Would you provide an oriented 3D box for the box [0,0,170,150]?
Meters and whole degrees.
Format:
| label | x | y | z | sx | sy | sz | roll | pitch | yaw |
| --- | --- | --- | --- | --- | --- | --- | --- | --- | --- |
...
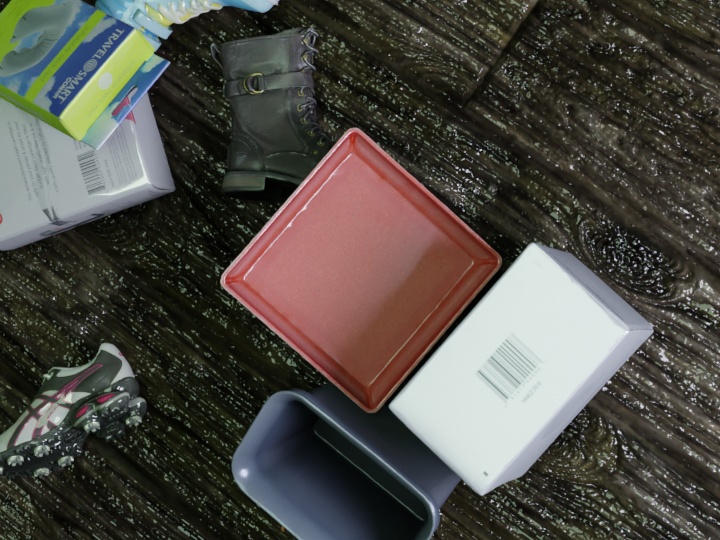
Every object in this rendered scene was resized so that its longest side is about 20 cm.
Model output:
| label | x | y | z | sx | sy | sz | roll | pitch | yaw |
| --- | --- | --- | --- | --- | --- | --- | --- | --- | --- |
| box | -0.298 | -0.209 | 1.703 | 0.200 | 0.048 | 0.122 | 29 | 76 | 37 |

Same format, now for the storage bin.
| label | x | y | z | sx | sy | sz | roll | pitch | yaw |
| --- | --- | --- | --- | --- | --- | --- | --- | --- | --- |
| storage bin | -0.004 | 0.201 | 1.651 | 0.200 | 0.134 | 0.146 | 38 | 116 | 13 |

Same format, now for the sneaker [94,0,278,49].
| label | x | y | z | sx | sy | sz | roll | pitch | yaw |
| --- | --- | --- | --- | --- | --- | --- | --- | --- | --- |
| sneaker | -0.183 | -0.267 | 1.743 | 0.200 | 0.080 | 0.131 | 23 | 93 | 24 |

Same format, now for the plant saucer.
| label | x | y | z | sx | sy | sz | roll | pitch | yaw |
| --- | --- | --- | --- | --- | --- | --- | --- | --- | --- |
| plant saucer | 0.000 | 0.000 | 1.646 | 0.200 | 0.037 | 0.200 | 41 | 85 | -7 |

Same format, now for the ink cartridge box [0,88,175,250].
| label | x | y | z | sx | sy | sz | roll | pitch | yaw |
| --- | --- | --- | --- | --- | --- | --- | --- | --- | --- |
| ink cartridge box | -0.311 | -0.119 | 1.769 | 0.200 | 0.085 | 0.146 | -18 | 84 | 12 |

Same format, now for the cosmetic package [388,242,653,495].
| label | x | y | z | sx | sy | sz | roll | pitch | yaw |
| --- | --- | --- | --- | --- | --- | --- | --- | --- | --- |
| cosmetic package | 0.153 | 0.088 | 1.581 | 0.123 | 0.200 | 0.199 | 43 | 99 | 14 |

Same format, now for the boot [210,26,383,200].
| label | x | y | z | sx | sy | sz | roll | pitch | yaw |
| --- | --- | --- | --- | --- | --- | --- | --- | --- | --- |
| boot | -0.057 | -0.160 | 1.714 | 0.199 | 0.069 | 0.175 | 0 | 81 | 8 |

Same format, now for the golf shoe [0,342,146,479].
| label | x | y | z | sx | sy | sz | roll | pitch | yaw |
| --- | --- | --- | --- | --- | --- | --- | --- | --- | --- |
| golf shoe | -0.318 | 0.154 | 1.782 | 0.200 | 0.077 | 0.088 | -27 | 62 | 11 |
